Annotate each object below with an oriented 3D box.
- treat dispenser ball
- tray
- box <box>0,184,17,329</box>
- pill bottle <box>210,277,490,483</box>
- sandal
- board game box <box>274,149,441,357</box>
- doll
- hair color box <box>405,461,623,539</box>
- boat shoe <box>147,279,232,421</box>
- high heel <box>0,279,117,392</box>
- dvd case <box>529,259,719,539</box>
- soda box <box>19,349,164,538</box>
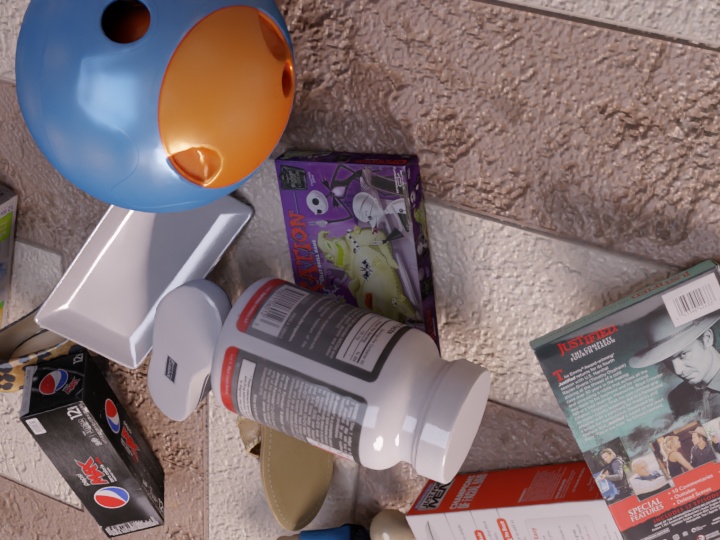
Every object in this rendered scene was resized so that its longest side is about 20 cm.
[{"bbox_3d":[-0.147,-0.142,0.815,0.200,0.201,0.201,13,122,22],"label":"treat dispenser ball"},{"bbox_3d":[-0.191,-0.008,0.982,0.107,0.022,0.200,29,113,-25],"label":"tray"},{"bbox_3d":[-0.419,0.004,1.103,0.101,0.113,0.200,27,126,12],"label":"box"},{"bbox_3d":[-0.007,0.089,0.888,0.200,0.116,0.116,20,124,18],"label":"pill bottle"},{"bbox_3d":[-0.081,0.129,1.027,0.070,0.078,0.212,15,119,51],"label":"sandal"},{"bbox_3d":[0.000,0.000,0.924,0.120,0.032,0.200,7,119,31],"label":"board game box"},{"bbox_3d":[-0.027,0.274,1.060,0.136,0.049,0.200,30,135,-31],"label":"doll"},{"bbox_3d":[0.151,0.226,0.942,0.200,0.064,0.111,-13,109,32],"label":"hair color box"},{"bbox_3d":[-0.137,0.062,0.991,0.072,0.068,0.200,41,143,14],"label":"boat shoe"},{"bbox_3d":[-0.299,0.041,1.043,0.142,0.071,0.200,0,133,-20],"label":"high heel"},{"bbox_3d":[0.230,0.110,0.822,0.146,0.022,0.200,-26,105,8],"label":"dvd case"},{"bbox_3d":[-0.254,0.171,1.084,0.063,0.071,0.200,-16,131,4],"label":"soda box"}]
